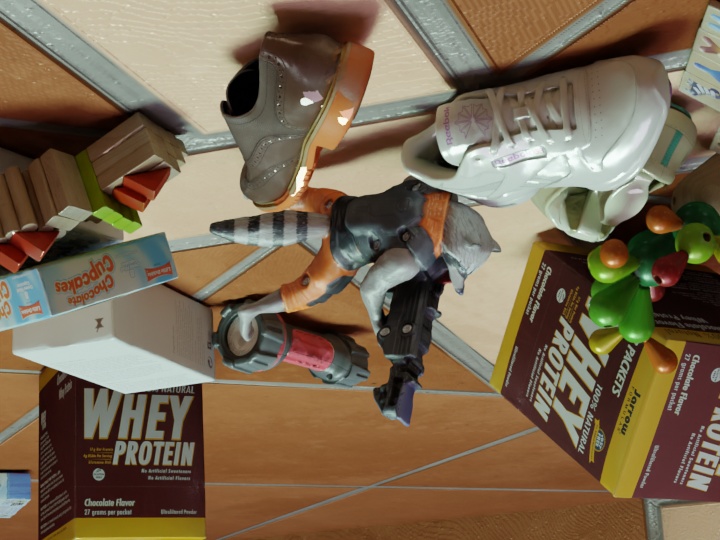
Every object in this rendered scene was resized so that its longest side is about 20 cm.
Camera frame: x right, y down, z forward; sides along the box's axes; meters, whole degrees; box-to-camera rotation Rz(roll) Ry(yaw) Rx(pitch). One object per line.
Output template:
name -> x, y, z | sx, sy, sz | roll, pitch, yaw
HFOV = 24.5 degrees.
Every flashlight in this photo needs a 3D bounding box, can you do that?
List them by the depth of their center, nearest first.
flashlight -> -0.060, 0.077, 1.602 | 0.067, 0.069, 0.199 | -18, 158, 30

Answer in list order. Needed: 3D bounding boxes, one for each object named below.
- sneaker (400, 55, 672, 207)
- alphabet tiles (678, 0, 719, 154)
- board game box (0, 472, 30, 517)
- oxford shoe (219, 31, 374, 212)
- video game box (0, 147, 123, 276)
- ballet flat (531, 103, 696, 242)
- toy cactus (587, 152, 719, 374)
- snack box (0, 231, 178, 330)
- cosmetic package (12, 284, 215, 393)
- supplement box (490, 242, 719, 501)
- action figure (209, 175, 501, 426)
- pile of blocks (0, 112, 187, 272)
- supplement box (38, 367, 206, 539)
sneaker -> 0.108, -0.084, 1.046 | 0.099, 0.076, 0.199 | 8, 161, -38
alphabet tiles -> 0.276, -0.088, 1.029 | 0.166, 0.008, 0.200 | 29, 168, 11
board game box -> -0.596, 0.330, 2.423 | 0.197, 0.044, 0.200 | 2, 164, -21
oxford shoe -> -0.052, -0.096, 1.021 | 0.072, 0.072, 0.200 | 21, 155, -10
video game box -> -0.299, -0.040, 1.173 | 0.180, 0.047, 0.199 | -11, 163, 30
ballet flat -> 0.170, -0.057, 1.172 | 0.069, 0.070, 0.200 | 2, 163, -18
toy cactus -> 0.227, -0.017, 1.170 | 0.102, 0.165, 0.200 | 40, 165, 10
snack box -> -0.236, 0.018, 1.175 | 0.199, 0.038, 0.116 | -14, -176, 44
cosmetic package -> -0.216, 0.054, 1.474 | 0.100, 0.072, 0.200 | -9, 164, 18
supplement box -> 0.251, 0.084, 1.369 | 0.195, 0.134, 0.200 | 7, -161, -30
action figure -> 0.000, 0.000, 1.136 | 0.191, 0.202, 0.105 | -8, 148, 19
pile of blocks -> -0.202, -0.032, 1.084 | 0.198, 0.063, 0.082 | -20, 154, -6
supplement box -> -0.247, 0.185, 1.690 | 0.131, 0.203, 0.197 | 3, 163, -21
